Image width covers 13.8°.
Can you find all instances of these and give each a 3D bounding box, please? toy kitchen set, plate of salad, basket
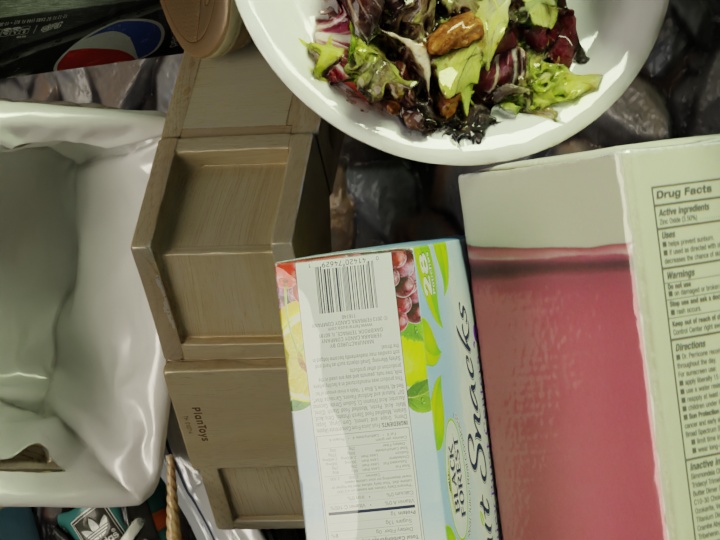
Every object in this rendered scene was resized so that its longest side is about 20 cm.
[{"bbox_3d":[0.000,0.000,1.481,0.162,0.181,0.200,-1,134,12],"label":"toy kitchen set"},{"bbox_3d":[0.041,-0.145,1.258,0.048,0.199,0.201,145,112,-73],"label":"plate of salad"},{"bbox_3d":[-0.173,0.010,1.521,0.123,0.135,0.201,-155,69,-67],"label":"basket"}]

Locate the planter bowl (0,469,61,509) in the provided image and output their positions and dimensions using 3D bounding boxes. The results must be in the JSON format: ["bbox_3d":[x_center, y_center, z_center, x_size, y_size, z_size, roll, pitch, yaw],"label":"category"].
[{"bbox_3d":[-0.229,0.058,1.685,0.200,0.200,0.135,-3,122,51],"label":"planter bowl"}]

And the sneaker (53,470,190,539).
[{"bbox_3d":[-0.124,0.159,1.597,0.071,0.080,0.200,-35,49,14],"label":"sneaker"}]

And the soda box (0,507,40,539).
[{"bbox_3d":[-0.243,0.139,1.789,0.064,0.068,0.201,-29,74,49],"label":"soda box"}]

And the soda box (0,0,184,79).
[{"bbox_3d":[-0.135,-0.146,1.502,0.063,0.199,0.071,-48,60,50],"label":"soda box"}]

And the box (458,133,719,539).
[{"bbox_3d":[0.131,0.046,1.270,0.109,0.127,0.201,-7,90,51],"label":"box"}]

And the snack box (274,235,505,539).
[{"bbox_3d":[0.025,0.088,1.283,0.067,0.169,0.201,-8,90,15],"label":"snack box"}]

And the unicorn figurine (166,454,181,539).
[{"bbox_3d":[-0.050,0.197,1.427,0.200,0.137,0.074,43,100,-5],"label":"unicorn figurine"}]

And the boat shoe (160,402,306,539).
[{"bbox_3d":[-0.057,0.111,1.569,0.067,0.073,0.201,-24,87,35],"label":"boat shoe"}]

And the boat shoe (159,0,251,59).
[{"bbox_3d":[-0.062,-0.197,1.482,0.071,0.064,0.201,-27,60,49],"label":"boat shoe"}]
